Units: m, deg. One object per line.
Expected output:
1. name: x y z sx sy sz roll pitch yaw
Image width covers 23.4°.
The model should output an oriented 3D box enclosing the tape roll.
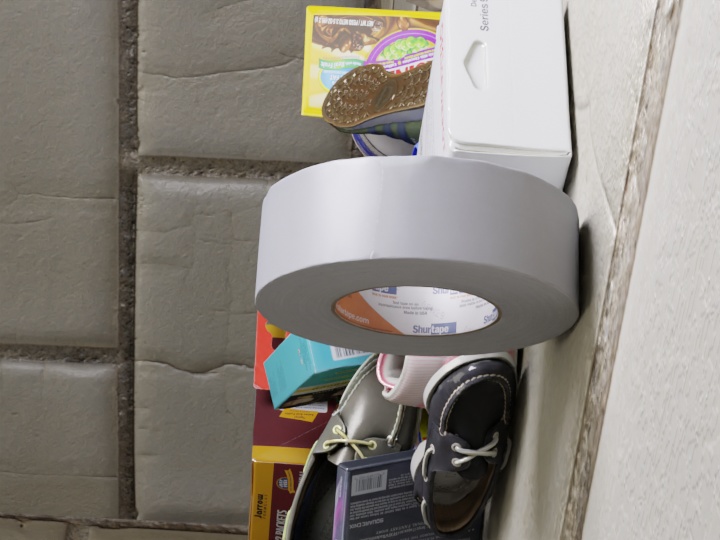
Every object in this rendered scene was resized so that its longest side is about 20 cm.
1. tape roll: 0.035 -0.005 1.073 0.200 0.199 0.067 102 171 -70

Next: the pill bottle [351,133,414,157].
1. pill bottle: 0.052 -0.160 1.678 0.200 0.119 0.120 149 125 -86

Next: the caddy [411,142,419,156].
1. caddy: 0.062 -0.024 1.446 0.200 0.104 0.142 104 170 -75

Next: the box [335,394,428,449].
1. box: 0.033 0.247 1.581 0.193 0.121 0.201 -96 10 -67

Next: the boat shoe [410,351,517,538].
1. boat shoe: 0.078 0.133 1.307 0.200 0.073 0.061 108 156 -51

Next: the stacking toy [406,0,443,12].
1. stacking toy: 0.084 -0.337 1.583 0.146 0.146 0.201 -116 49 -84

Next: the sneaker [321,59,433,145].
1. sneaker: 0.048 -0.128 1.483 0.200 0.090 0.067 3 61 59

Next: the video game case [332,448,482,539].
1. video game case: 0.037 0.243 1.423 0.019 0.142 0.201 25 115 52

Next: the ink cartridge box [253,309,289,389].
1. ink cartridge box: -0.007 0.047 1.786 0.050 0.199 0.163 98 174 -54

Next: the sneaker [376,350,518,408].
1. sneaker: 0.062 0.080 1.381 0.200 0.104 0.076 100 171 -72

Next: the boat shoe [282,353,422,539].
1. boat shoe: -0.007 0.159 1.416 0.203 0.072 0.060 -68 -15 9

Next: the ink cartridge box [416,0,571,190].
1. ink cartridge box: 0.089 -0.076 1.217 0.200 0.087 0.146 95 177 -54

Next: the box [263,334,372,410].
1. box: -0.028 0.081 1.573 0.200 0.082 0.049 132 127 -71

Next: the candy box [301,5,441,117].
1. candy box: 0.035 -0.180 1.544 0.026 0.199 0.103 -11 -74 -55

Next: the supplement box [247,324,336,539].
1. supplement box: -0.016 0.178 1.839 0.201 0.196 0.133 -89 4 -48
